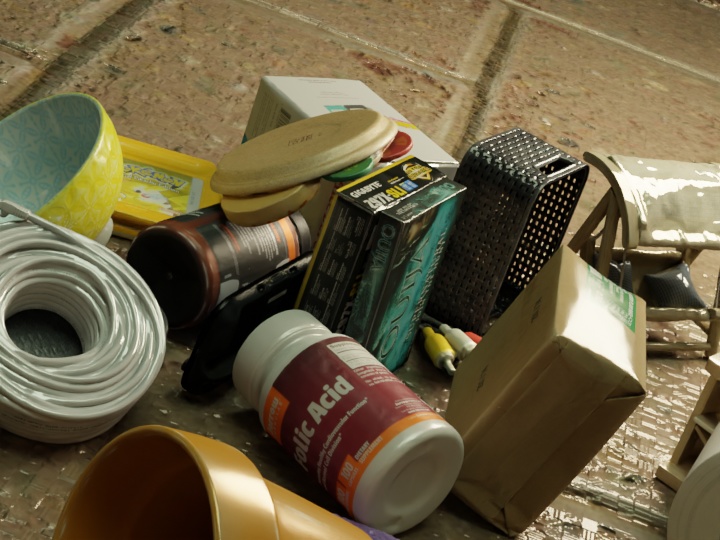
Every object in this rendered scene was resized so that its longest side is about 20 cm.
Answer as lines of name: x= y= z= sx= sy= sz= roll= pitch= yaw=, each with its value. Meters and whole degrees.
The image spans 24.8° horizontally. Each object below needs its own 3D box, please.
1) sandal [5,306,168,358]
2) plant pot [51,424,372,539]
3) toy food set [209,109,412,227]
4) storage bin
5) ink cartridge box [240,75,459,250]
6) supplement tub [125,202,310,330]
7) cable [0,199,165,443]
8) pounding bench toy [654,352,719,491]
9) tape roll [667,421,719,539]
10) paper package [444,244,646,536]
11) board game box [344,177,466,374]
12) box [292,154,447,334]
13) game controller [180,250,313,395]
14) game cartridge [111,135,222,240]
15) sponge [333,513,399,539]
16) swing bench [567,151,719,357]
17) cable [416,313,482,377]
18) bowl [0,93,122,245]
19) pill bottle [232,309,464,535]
sandal: x=-0.265 y=0.062 z=1.448 sx=0.200 sy=0.043 sz=0.076 roll=1 pitch=52 yaw=-32
plant pot: x=-0.086 y=0.220 z=1.116 sx=0.183 sy=0.200 sz=0.200 roll=18 pitch=21 yaw=-39
toy food set: x=-0.051 y=-0.107 z=1.602 sx=0.198 sy=0.049 sz=0.200 roll=-20 pitch=17 yaw=-8
storage bin: x=0.148 y=-0.037 z=1.738 sx=0.094 sy=0.200 sz=0.135 roll=31 pitch=28 yaw=22
ink cartridge box: x=-0.022 y=-0.104 z=1.817 sx=0.146 sy=0.147 sz=0.200 roll=-3 pitch=34 yaw=-39
supplement tub: x=-0.131 y=-0.014 z=1.611 sx=0.107 sy=0.107 sz=0.200 roll=31 pitch=28 yaw=23
cable: x=-0.265 y=0.051 z=1.376 sx=0.200 sy=0.069 sz=0.200 roll=23 pitch=45 yaw=-16
pounding bench toy: x=0.418 y=0.173 z=1.565 sx=0.200 sy=0.156 sz=0.124 roll=35 pitch=30 yaw=29
tape roll: x=0.379 y=0.213 z=1.412 sx=0.202 sy=0.203 sz=0.139 roll=27 pitch=26 yaw=16
paper package: x=0.166 y=0.104 z=1.478 sx=0.103 sy=0.191 sz=0.200 roll=36 pitch=24 yaw=-6
board game box: x=0.033 y=0.020 z=1.549 sx=0.028 sy=0.200 sz=0.135 roll=26 pitch=27 yaw=19
box: x=0.000 y=0.000 z=1.567 sx=0.049 sy=0.200 sz=0.160 roll=31 pitch=28 yaw=19
game controller: x=-0.097 y=0.046 z=1.520 sx=0.042 sy=0.105 sz=0.200 roll=25 pitch=26 yaw=18
game cartridge: x=-0.236 y=-0.089 z=1.772 sx=0.176 sy=0.032 sz=0.200 roll=15 pitch=27 yaw=-8
sponge: x=-0.073 y=0.216 z=1.292 sx=0.200 sy=0.030 sz=0.112 roll=20 pitch=26 yaw=1
swing bench: x=0.326 y=-0.018 z=1.823 sx=0.199 sy=0.200 sz=0.130 roll=1 pitch=31 yaw=-32
cable: x=0.074 y=0.052 z=1.686 sx=0.097 sy=0.050 sz=0.200 roll=-4 pitch=35 yaw=-36
bowl: x=-0.296 y=-0.061 z=1.548 sx=0.108 sy=0.200 sz=0.200 roll=54 pitch=4 yaw=-36
pill bottle: x=-0.015 y=0.126 z=1.410 sx=0.114 sy=0.114 sz=0.200 roll=-8 pitch=36 yaw=-43
